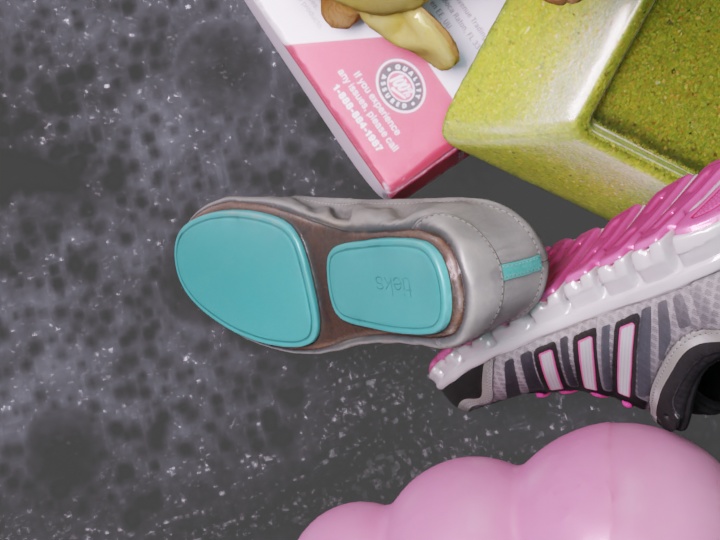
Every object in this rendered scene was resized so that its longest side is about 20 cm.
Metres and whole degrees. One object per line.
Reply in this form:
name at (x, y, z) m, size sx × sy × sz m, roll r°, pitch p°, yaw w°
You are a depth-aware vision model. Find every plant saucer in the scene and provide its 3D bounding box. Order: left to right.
plant saucer at (0.164, -0.096, 0.807) m, size 0.199 × 0.048 × 0.201 m, roll 23°, pitch 103°, yaw -25°

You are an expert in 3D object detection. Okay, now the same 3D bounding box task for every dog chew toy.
dog chew toy at (0.061, 0.131, 0.832) m, size 0.198 × 0.124 × 0.126 m, roll -7°, pitch 87°, yaw 10°

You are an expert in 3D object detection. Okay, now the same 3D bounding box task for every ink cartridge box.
ink cartridge box at (0.052, -0.144, 0.858) m, size 0.199 × 0.086 × 0.148 m, roll -34°, pitch 86°, yaw -2°

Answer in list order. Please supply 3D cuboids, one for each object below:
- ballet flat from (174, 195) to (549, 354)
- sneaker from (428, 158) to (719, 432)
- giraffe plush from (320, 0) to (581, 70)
ballet flat at (0.000, 0.000, 0.834) m, size 0.063 × 0.199 × 0.068 m, roll -16°, pitch 103°, yaw -37°
sneaker at (0.107, 0.030, 0.812) m, size 0.088 × 0.199 × 0.074 m, roll 51°, pitch 47°, yaw -8°
giraffe plush at (0.025, -0.154, 0.747) m, size 0.198 × 0.162 × 0.174 m, roll -17°, pitch 78°, yaw -21°
